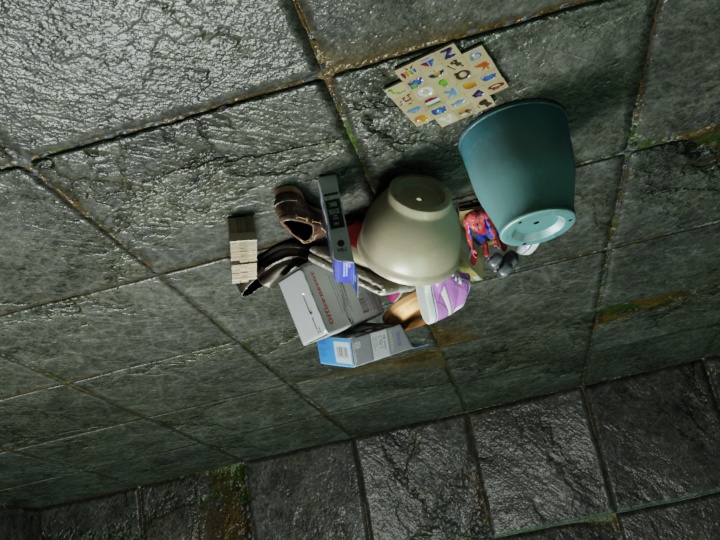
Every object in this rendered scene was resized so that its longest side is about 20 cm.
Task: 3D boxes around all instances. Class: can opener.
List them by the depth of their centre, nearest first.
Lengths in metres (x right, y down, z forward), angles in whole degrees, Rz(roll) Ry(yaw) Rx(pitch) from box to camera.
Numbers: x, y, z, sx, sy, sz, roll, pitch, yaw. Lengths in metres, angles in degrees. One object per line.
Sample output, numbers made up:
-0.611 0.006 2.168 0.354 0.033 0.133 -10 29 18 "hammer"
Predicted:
0.296 -0.022 1.761 0.067 0.053 0.200 -48 174 3 "can opener"

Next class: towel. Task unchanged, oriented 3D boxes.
0.000 0.000 1.683 0.197 0.035 0.132 27 -164 27 "towel"

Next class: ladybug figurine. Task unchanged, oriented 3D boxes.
0.029 -0.046 1.670 0.196 0.074 0.135 23 -165 15 "ladybug figurine"

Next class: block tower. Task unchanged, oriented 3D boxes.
-0.231 -0.040 1.666 0.053 0.059 0.201 -6 159 -10 "block tower"

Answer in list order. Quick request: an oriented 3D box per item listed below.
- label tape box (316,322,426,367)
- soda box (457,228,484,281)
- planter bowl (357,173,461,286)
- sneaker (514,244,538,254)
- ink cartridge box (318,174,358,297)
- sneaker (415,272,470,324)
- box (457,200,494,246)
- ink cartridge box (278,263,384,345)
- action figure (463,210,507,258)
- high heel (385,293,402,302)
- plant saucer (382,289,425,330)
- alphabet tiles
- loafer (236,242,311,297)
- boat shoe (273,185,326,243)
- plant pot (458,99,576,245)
0.025 0.150 1.830 0.196 0.065 0.143 -14 -174 -33 "label tape box"
0.197 -0.044 1.795 0.063 0.069 0.199 -4 156 29 "soda box"
0.099 -0.089 1.557 0.195 0.202 0.137 -3 132 -17 "planter bowl"
0.308 -0.118 1.660 0.111 0.074 0.204 2 131 -11 "sneaker"
-0.040 -0.058 1.518 0.038 0.204 0.100 -11 158 -6 "ink cartridge box"
0.164 -0.001 1.717 0.112 0.073 0.204 -20 122 -15 "sneaker"
0.285 -0.104 1.796 0.159 0.022 0.201 -11 157 2 "box"
-0.059 0.056 1.773 0.082 0.150 0.198 -27 173 38 "ink cartridge box"
0.259 -0.057 1.747 0.064 0.101 0.200 -18 154 17 "action figure"
0.054 0.012 1.812 0.068 0.096 0.200 -49 -177 0 "high heel"
0.141 0.079 1.849 0.196 0.038 0.201 -24 163 -7 "plant saucer"
0.135 -0.284 1.321 0.163 0.006 0.199 -21 156 21 "alphabet tiles"
-0.179 0.004 1.770 0.197 0.073 0.072 -24 154 29 "loafer"
-0.109 -0.087 1.593 0.069 0.072 0.200 -18 158 16 "boat shoe"
0.282 -0.154 1.457 0.195 0.192 0.201 -9 159 -4 "plant pot"
